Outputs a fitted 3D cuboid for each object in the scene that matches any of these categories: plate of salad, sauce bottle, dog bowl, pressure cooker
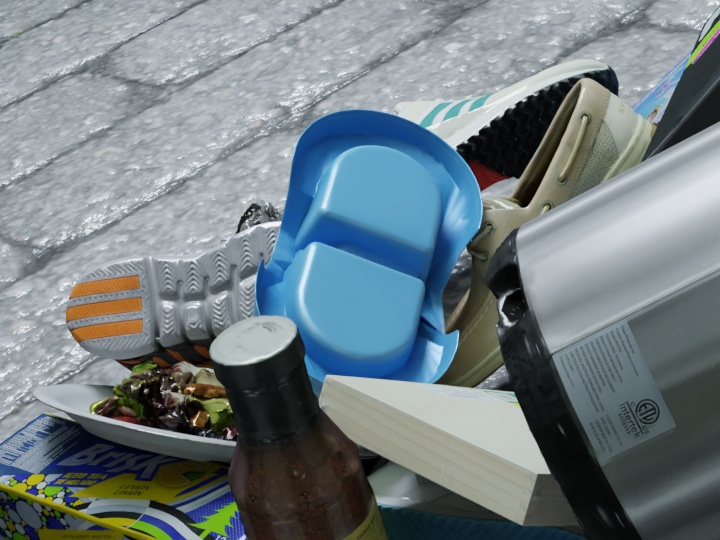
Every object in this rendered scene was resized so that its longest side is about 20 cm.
[{"bbox_3d":[-0.078,0.072,0.919,0.199,0.048,0.200,10,1,0],"label":"plate of salad"},{"bbox_3d":[-0.021,0.114,0.772,0.066,0.201,0.066,-11,27,6],"label":"sauce bottle"},{"bbox_3d":[0.000,0.000,0.911,0.111,0.050,0.201,20,47,-7],"label":"dog bowl"},{"bbox_3d":[0.172,0.025,0.666,0.199,0.176,0.179,-29,26,16],"label":"pressure cooker"}]

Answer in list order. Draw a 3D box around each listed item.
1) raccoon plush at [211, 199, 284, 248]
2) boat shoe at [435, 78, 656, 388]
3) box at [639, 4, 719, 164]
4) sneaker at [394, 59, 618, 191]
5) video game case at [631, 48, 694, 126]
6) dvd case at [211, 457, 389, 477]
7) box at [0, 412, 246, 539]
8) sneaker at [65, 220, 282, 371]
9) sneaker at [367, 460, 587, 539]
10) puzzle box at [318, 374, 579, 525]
[{"bbox_3d":[-0.002,0.019,1.096,0.134,0.097,0.200,-21,57,-41],"label":"raccoon plush"},{"bbox_3d":[0.091,-0.018,0.971,0.200,0.065,0.072,-53,14,3],"label":"boat shoe"},{"bbox_3d":[0.235,-0.095,0.810,0.124,0.149,0.200,35,38,-1],"label":"box"},{"bbox_3d":[0.067,-0.093,1.088,0.199,0.070,0.093,-31,46,-5],"label":"sneaker"},{"bbox_3d":[0.174,-0.049,1.012,0.200,0.045,0.182,-45,14,31],"label":"video game case"},{"bbox_3d":[-0.084,0.143,0.945,0.199,0.016,0.149,2,32,30],"label":"dvd case"},{"bbox_3d":[-0.113,0.136,0.880,0.199,0.070,0.064,11,37,40],"label":"box"},{"bbox_3d":[-0.068,0.022,1.008,0.199,0.078,0.112,-2,-13,6],"label":"sneaker"},{"bbox_3d":[0.081,0.130,0.827,0.199,0.077,0.081,12,30,34],"label":"sneaker"},{"bbox_3d":[0.091,0.089,0.818,0.133,0.026,0.199,21,8,42],"label":"puzzle box"}]
